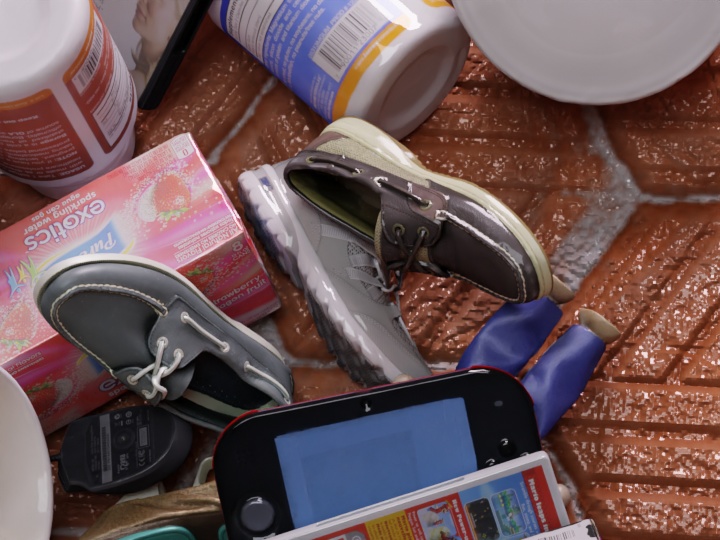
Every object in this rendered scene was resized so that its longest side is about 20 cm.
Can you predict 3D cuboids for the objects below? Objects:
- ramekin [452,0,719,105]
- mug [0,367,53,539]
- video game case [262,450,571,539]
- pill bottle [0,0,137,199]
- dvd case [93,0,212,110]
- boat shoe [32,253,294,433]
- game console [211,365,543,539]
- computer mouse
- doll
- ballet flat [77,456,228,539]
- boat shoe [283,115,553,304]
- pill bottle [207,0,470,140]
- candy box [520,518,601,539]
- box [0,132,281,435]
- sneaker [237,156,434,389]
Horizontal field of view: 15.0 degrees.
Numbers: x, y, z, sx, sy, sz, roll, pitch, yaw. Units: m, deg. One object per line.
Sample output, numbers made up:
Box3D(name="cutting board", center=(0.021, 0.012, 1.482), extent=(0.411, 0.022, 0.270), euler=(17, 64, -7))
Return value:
Box3D(name="ramekin", center=(0.154, -0.215, 1.770), extent=(0.202, 0.094, 0.203), euler=(1, 105, 5))
Box3D(name="mug", center=(-0.298, 0.137, 1.656), extent=(0.153, 0.187, 0.150), euler=(-8, 90, 25))
Box3D(name="video game case", center=(0.039, 0.206, 1.665), extent=(0.200, 0.017, 0.143), euler=(-18, 100, 2))
Box3D(name="pill bottle", center=(-0.209, -0.122, 1.775), extent=(0.112, 0.200, 0.112), euler=(-3, 68, 8))
Box3D(name="dvd case", center=(-0.137, -0.226, 1.820), extent=(0.018, 0.200, 0.143), euler=(-6, 50, -40))
Box3D(name="boat shoe", center=(-0.115, 0.051, 1.696), extent=(0.073, 0.200, 0.062), euler=(-46, 40, 17))
Box3D(name="game console", center=(0.019, 0.157, 1.676), extent=(0.200, 0.031, 0.177), euler=(-11, 94, 2))
Box3D(name="computer mouse", center=(-0.199, 0.128, 1.740), extent=(0.200, 0.034, 0.059), euler=(-12, 56, 13))
Box3D(name="doll", center=(0.080, 0.101, 1.712), extent=(0.136, 0.048, 0.200), euler=(41, 87, -9))
Box3D(name="ballet flat", center=(-0.102, 0.152, 1.730), extent=(0.200, 0.068, 0.072), euler=(-18, 47, 2))
Box3D(name="boat shoe", center=(0.034, -0.026, 1.705), extent=(0.065, 0.073, 0.200), euler=(-36, 48, -27))
Box3D(name="pill bottle", center=(-0.032, -0.181, 1.817), extent=(0.112, 0.112, 0.200), euler=(-44, 68, -9))
Box3D(name="candy box", center=(0.066, 0.245, 1.632), extent=(0.200, 0.061, 0.137), euler=(-17, 98, 1))
Box3D(name="box", center=(-0.166, 0.013, 1.761), extent=(0.200, 0.103, 0.095), euler=(-28, 57, -3))
Box3D(name="sneaker", center=(0.000, 0.000, 1.761), extent=(0.082, 0.075, 0.200), euler=(-29, 71, -11))
